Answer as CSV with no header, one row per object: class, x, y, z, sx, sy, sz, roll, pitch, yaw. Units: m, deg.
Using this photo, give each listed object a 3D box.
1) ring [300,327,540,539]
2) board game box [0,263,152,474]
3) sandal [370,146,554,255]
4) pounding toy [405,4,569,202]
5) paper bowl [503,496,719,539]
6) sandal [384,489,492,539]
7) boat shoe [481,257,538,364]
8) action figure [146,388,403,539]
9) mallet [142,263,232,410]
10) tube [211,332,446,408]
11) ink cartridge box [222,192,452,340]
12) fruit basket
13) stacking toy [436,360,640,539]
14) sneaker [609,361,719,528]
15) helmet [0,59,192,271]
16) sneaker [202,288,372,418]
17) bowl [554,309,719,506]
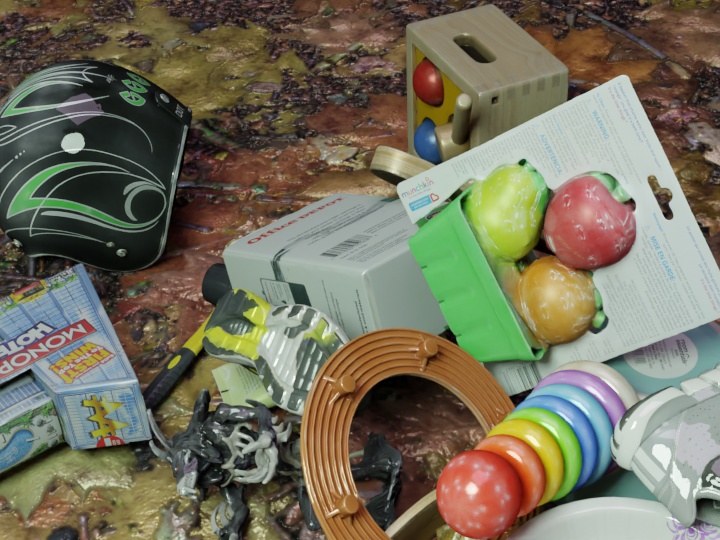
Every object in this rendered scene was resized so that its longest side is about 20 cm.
ring,0.048,0.132,0.851,0.199,0.019,0.202,17,57,-28
board game box,-0.267,0.093,1.016,0.199,0.062,0.199,-28,36,-28
sandal,0.112,-0.082,1.098,0.210,0.070,0.077,23,-5,-24
pounding toy,0.114,-0.150,1.217,0.141,0.186,0.200,-17,41,-17
paper bowl,0.167,0.251,0.776,0.198,0.105,0.202,-1,39,1
sandal,0.080,0.189,0.886,0.069,0.078,0.211,39,51,22
boat shoe,0.136,0.040,1.067,0.070,0.073,0.201,1,36,12
action figure,-0.070,0.154,0.906,0.197,0.120,0.102,9,33,5
mallet,-0.138,0.069,1.082,0.065,0.041,0.201,9,44,20
tube,-0.026,0.076,1.058,0.198,0.058,0.052,-17,79,-12
ink cartridge box,0.000,0.000,1.050,0.146,0.084,0.199,-28,23,-33
fruit basket,0.146,-0.020,0.906,0.199,0.187,0.094,-26,7,24
stacking toy,0.113,0.124,0.825,0.085,0.086,0.199,25,25,30
sneaker,0.274,0.109,0.817,0.199,0.075,0.116,-28,55,-12
helmet,-0.268,-0.103,1.195,0.188,0.201,0.201,12,37,-9
sneaker,-0.041,0.065,0.950,0.199,0.084,0.075,27,90,52
bowl,0.226,0.100,0.963,0.198,0.106,0.202,-2,39,2
